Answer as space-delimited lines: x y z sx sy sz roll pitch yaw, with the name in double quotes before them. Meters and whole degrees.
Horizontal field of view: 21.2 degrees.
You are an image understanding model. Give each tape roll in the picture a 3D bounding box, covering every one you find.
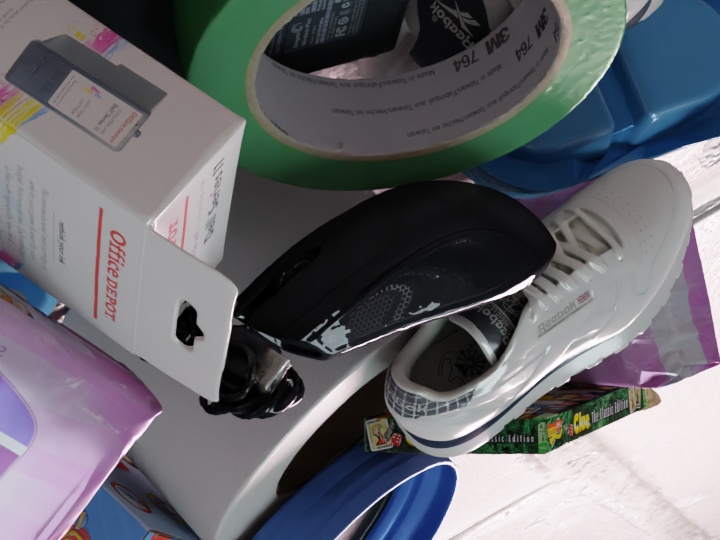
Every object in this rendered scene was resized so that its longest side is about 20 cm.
"tape roll" 0.017 -0.110 0.860 0.200 0.048 0.201 -10 151 -5
"tape roll" -0.050 0.039 1.055 0.203 0.139 0.203 -42 164 -14

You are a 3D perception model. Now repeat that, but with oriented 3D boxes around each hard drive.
"hard drive" -0.068 -0.127 0.893 0.199 0.033 0.140 -17 155 -19

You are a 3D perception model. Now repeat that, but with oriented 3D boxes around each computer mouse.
"computer mouse" 0.000 0.000 0.894 0.200 0.053 0.138 -22 -161 -22

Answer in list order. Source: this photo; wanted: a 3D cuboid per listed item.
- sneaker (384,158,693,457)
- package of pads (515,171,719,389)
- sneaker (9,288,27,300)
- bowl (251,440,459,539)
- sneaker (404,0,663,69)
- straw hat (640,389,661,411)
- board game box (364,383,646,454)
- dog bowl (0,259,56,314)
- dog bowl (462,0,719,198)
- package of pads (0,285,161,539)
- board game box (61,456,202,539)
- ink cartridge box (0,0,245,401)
"sneaker" 0.094 0.012 0.974 0.200 0.076 0.081 -44 154 -10
"package of pads" 0.121 0.004 1.140 0.075 0.121 0.200 -14 -173 -30
"sneaker" -0.236 0.101 0.934 0.200 0.116 0.074 -27 158 5
"bowl" -0.024 0.176 1.105 0.201 0.039 0.201 -43 159 -21
"sneaker" 0.076 -0.148 0.936 0.129 0.080 0.199 -35 166 0
"straw hat" 0.118 0.033 1.340 0.201 0.201 0.085 -1 105 -44
"board game box" 0.088 0.082 1.098 0.104 0.024 0.200 -5 -179 23
"dog bowl" -0.245 0.018 0.977 0.200 0.050 0.112 -20 156 -14
"dog bowl" 0.130 -0.104 1.057 0.200 0.112 0.050 -19 170 -17
"package of pads" -0.194 0.051 0.808 0.200 0.076 0.121 38 88 -38
"board game box" -0.156 0.125 1.112 0.056 0.200 0.196 -52 153 2
"ink cartridge box" -0.117 -0.044 0.805 0.067 0.200 0.117 -50 169 -28
